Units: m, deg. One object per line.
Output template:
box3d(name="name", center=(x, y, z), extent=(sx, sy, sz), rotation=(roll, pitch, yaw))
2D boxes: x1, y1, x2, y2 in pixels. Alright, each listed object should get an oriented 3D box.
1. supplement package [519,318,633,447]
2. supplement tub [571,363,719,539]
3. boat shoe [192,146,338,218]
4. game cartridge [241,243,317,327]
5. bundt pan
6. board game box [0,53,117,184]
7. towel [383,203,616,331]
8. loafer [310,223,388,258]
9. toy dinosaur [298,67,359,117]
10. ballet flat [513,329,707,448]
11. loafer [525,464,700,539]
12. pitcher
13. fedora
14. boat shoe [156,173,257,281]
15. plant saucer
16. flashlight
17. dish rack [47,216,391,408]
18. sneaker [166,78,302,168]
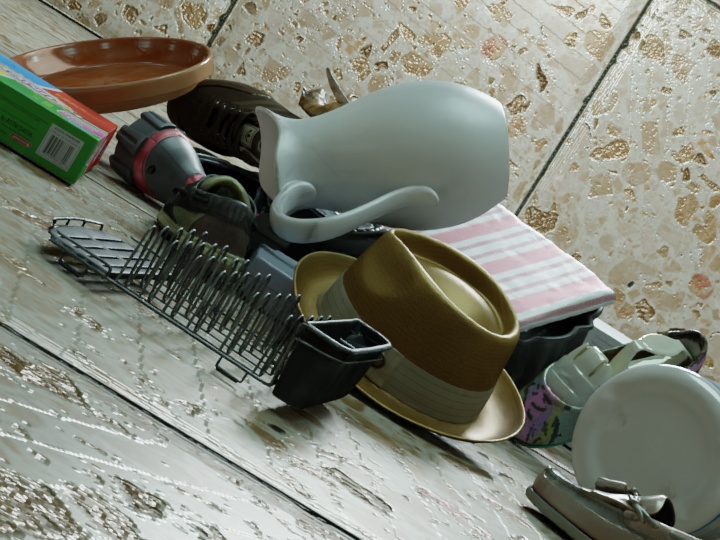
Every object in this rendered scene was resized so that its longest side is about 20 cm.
box3d(name="supplement package", center=(0.175, 0.080, 1.769), extent=(0.200, 0.111, 0.156), rotation=(33, 5, 9))
box3d(name="supplement tub", center=(0.251, 0.147, 1.449), extent=(0.132, 0.132, 0.200), rotation=(34, 4, 23))
box3d(name="boat shoe", center=(-0.090, -0.055, 1.679), extent=(0.200, 0.072, 0.068), rotation=(29, 3, -2))
box3d(name="game cartridge", center=(-0.002, 0.048, 1.412), extent=(0.200, 0.042, 0.133), rotation=(32, 9, -4))
box3d(name="bundt pan", center=(0.108, 0.039, 1.614), extent=(0.201, 0.076, 0.202), rotation=(8, 28, -4))
box3d(name="board game box", center=(-0.274, -0.132, 1.468), extent=(0.153, 0.040, 0.200), rotation=(32, 5, -7))
box3d(name="towel", center=(0.106, -0.007, 1.595), extent=(0.146, 0.030, 0.200), rotation=(-14, 40, -38))
box3d(name="loafer", center=(0.000, 0.000, 1.525), extent=(0.075, 0.070, 0.200), rotation=(-2, 9, -26))
box3d(name="toy dinosaur", center=(-0.011, -0.131, 1.613), extent=(0.106, 0.061, 0.200), rotation=(17, -1, -15))
box3d(name="ballet flat", center=(0.208, 0.087, 1.535), extent=(0.199, 0.071, 0.069), rotation=(-16, 56, -29))
box3d(name="loafer", center=(0.201, 0.178, 1.201), extent=(0.200, 0.063, 0.072), rotation=(35, 6, 27))
box3d(name="pitcher", center=(0.020, -0.077, 1.482), extent=(0.199, 0.122, 0.172), rotation=(-4, 35, -4))
box3d(name="fedora", center=(0.048, 0.034, 1.309), extent=(0.200, 0.082, 0.201), rotation=(28, 25, -14))
box3d(name="boat shoe", center=(-0.110, -0.040, 1.420), extent=(0.072, 0.066, 0.201), rotation=(29, 5, -13))
box3d(name="plant saucer", center=(-0.233, -0.176, 1.679), extent=(0.199, 0.032, 0.200), rotation=(-3, 19, 1))
box3d(name="flashlight", center=(-0.124, -0.060, 1.548), extent=(0.200, 0.068, 0.068), rotation=(36, 25, 31))
box3d(name="dish rack", center=(-0.086, 0.014, 1.098), extent=(0.200, 0.055, 0.153), rotation=(33, 4, 10))
box3d(name="sneaker", center=(-0.094, -0.128, 1.670), extent=(0.199, 0.071, 0.076), rotation=(22, 2, 16))
